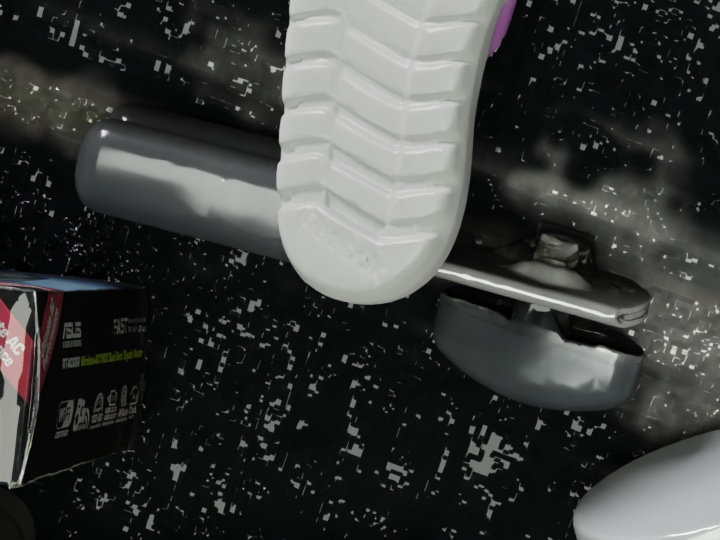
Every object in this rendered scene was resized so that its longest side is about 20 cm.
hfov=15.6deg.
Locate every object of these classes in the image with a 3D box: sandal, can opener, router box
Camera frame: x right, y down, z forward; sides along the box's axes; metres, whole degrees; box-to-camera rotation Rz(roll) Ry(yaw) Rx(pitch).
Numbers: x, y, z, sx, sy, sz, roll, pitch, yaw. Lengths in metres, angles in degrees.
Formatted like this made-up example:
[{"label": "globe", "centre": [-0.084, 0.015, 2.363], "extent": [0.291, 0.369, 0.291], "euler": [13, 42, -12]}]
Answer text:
[{"label": "sandal", "centre": [0.019, -0.090, 0.844], "extent": [0.082, 0.050, 0.204], "euler": [16, 88, 23]}, {"label": "can opener", "centre": [0.000, 0.000, 0.883], "extent": [0.199, 0.053, 0.067], "euler": [14, 107, 7]}, {"label": "router box", "centre": [-0.181, 0.025, 0.866], "extent": [0.198, 0.150, 0.063], "euler": [6, 90, 8]}]

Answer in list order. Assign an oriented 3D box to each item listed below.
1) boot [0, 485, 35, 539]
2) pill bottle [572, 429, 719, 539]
[{"label": "boot", "centre": [-0.232, 0.083, 0.883], "extent": [0.199, 0.187, 0.069], "euler": [19, 117, 50]}, {"label": "pill bottle", "centre": [0.143, 0.160, 0.871], "extent": [0.116, 0.116, 0.201], "euler": [-16, 103, 13]}]
